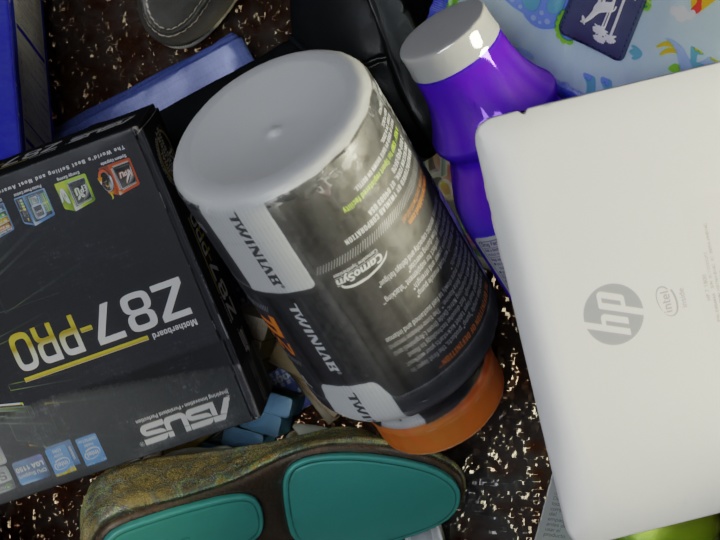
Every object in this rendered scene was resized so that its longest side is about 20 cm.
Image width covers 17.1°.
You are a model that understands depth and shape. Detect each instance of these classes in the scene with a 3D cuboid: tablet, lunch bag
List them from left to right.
[{"bbox_3d":[0.135,0.015,1.096,0.129,0.014,0.201,-13,91,-3],"label":"tablet"},{"bbox_3d":[0.145,-0.169,1.150,0.169,0.127,0.201,28,98,13],"label":"lunch bag"}]

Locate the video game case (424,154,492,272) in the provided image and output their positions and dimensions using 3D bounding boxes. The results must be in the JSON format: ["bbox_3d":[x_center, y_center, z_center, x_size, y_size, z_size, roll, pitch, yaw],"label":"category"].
[{"bbox_3d":[0.101,-0.063,1.231,0.199,0.018,0.144,21,98,16],"label":"video game case"}]

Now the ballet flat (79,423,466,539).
[{"bbox_3d":[-0.048,0.111,1.227,0.199,0.071,0.071,-10,90,-10],"label":"ballet flat"}]

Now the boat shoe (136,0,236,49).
[{"bbox_3d":[-0.072,-0.212,1.259,0.067,0.057,0.201,31,101,17],"label":"boat shoe"}]

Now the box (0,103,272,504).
[{"bbox_3d":[-0.165,0.025,1.199,0.199,0.049,0.162,-18,107,12],"label":"box"}]

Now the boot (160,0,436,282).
[{"bbox_3d":[-0.045,-0.113,1.229,0.168,0.076,0.201,-28,71,19],"label":"boot"}]

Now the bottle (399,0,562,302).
[{"bbox_3d":[0.088,-0.037,1.150,0.083,0.065,0.200,-25,115,22],"label":"bottle"}]

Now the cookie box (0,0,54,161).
[{"bbox_3d":[-0.256,-0.115,1.276,0.170,0.075,0.201,-10,71,9],"label":"cookie box"}]

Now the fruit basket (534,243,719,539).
[{"bbox_3d":[0.179,0.094,1.155,0.184,0.094,0.201,8,99,-13],"label":"fruit basket"}]

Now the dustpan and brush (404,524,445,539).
[{"bbox_3d":[0.060,0.199,1.234,0.139,0.057,0.201,-28,60,16],"label":"dustpan and brush"}]

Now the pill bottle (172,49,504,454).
[{"bbox_3d":[0.000,0.000,1.147,0.106,0.107,0.200,-18,129,18],"label":"pill bottle"}]

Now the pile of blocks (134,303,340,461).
[{"bbox_3d":[-0.053,0.057,1.249,0.200,0.062,0.082,-43,83,14],"label":"pile of blocks"}]

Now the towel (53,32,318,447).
[{"bbox_3d":[-0.083,-0.011,1.296,0.144,0.024,0.201,-27,87,16],"label":"towel"}]
